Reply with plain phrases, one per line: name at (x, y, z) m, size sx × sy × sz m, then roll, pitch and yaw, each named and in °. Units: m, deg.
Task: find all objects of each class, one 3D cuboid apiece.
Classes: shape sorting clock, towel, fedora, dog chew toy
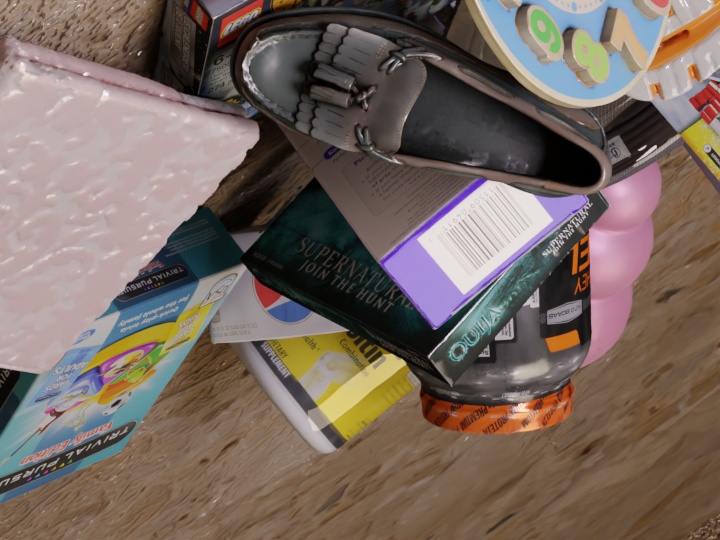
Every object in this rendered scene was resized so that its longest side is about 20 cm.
shape sorting clock at (0.103, -0.182, 1.474) m, size 0.039 × 0.201 × 0.199 m, roll -10°, pitch -174°, yaw 42°
towel at (-0.172, -0.029, 1.476) m, size 0.200 × 0.032 × 0.190 m, roll -46°, pitch 148°, yaw 24°
fedora at (0.181, -0.135, 1.904) m, size 0.200 × 0.091 × 0.177 m, roll -37°, pitch 163°, yaw 18°
dog chew toy at (0.154, -0.021, 2.112) m, size 0.124 × 0.125 × 0.201 m, roll -23°, pitch 150°, yaw -42°

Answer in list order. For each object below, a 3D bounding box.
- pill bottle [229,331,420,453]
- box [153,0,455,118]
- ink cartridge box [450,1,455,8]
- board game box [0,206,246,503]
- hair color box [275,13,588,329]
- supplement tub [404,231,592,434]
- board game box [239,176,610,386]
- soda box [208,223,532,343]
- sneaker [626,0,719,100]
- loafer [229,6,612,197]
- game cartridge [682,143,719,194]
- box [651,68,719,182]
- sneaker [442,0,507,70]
pill bottle at (0.018, 0.019, 1.929) m, size 0.200 × 0.112 × 0.112 m, roll -39°, pitch 163°, yaw 0°
box at (-0.015, -0.152, 1.536) m, size 0.199 × 0.040 × 0.137 m, roll -32°, pitch 161°, yaw -23°
ink cartridge box at (0.142, -0.211, 1.664) m, size 0.200 × 0.067 × 0.117 m, roll -43°, pitch 165°, yaw 17°
board game box at (-0.170, 0.059, 1.750) m, size 0.151 × 0.047 × 0.200 m, roll -22°, pitch 156°, yaw -44°
hair color box at (0.032, -0.065, 1.603) m, size 0.109 × 0.200 × 0.065 m, roll -39°, pitch 126°, yaw 3°
supplement tub at (0.082, -0.008, 1.814) m, size 0.122 × 0.122 × 0.201 m, roll -19°, pitch 112°, yaw -48°
board game box at (0.032, -0.022, 1.637) m, size 0.135 × 0.200 × 0.028 m, roll -48°, pitch 126°, yaw -12°
soda box at (0.000, 0.000, 1.745) m, size 0.199 × 0.069 × 0.064 m, roll -6°, pitch -176°, yaw 35°
sneaker at (0.224, -0.172, 1.666) m, size 0.199 × 0.079 × 0.077 m, roll -25°, pitch -157°, yaw 10°
loafer at (0.034, -0.082, 1.459) m, size 0.063 × 0.199 × 0.072 m, roll -122°, pitch -132°, yaw -74°
game cartridge at (0.274, -0.131, 2.041) m, size 0.040 × 0.134 × 0.200 m, roll -22°, pitch 159°, yaw -23°
box at (0.216, -0.155, 1.733) m, size 0.137 × 0.200 × 0.038 m, roll -44°, pitch 164°, yaw 21°
sneaker at (0.110, -0.176, 1.562) m, size 0.074 × 0.080 × 0.201 m, roll 96°, pitch 17°, yaw -74°
